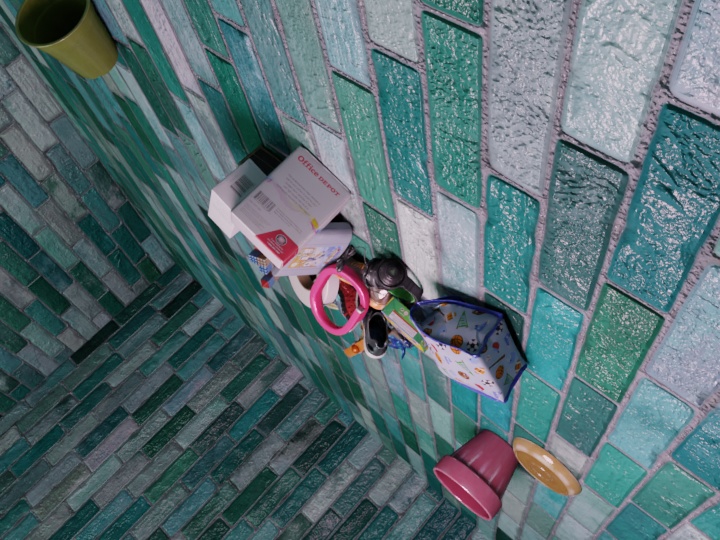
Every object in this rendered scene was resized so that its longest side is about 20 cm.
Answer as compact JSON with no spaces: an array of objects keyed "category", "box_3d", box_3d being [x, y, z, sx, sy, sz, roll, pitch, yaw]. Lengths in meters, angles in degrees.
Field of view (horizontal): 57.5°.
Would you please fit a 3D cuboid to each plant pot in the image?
[{"category":"plant pot","box_3d":[-0.711,-0.582,1.637,0.200,0.200,0.190,38,172,22]},{"category":"plant pot","box_3d":[0.461,0.500,1.650,0.200,0.027,0.200,40,161,17]},{"category":"plant pot","box_3d":[0.330,0.544,1.790,0.200,0.179,0.200,40,162,16]}]

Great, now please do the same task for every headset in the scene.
[{"category":"headset","box_3d":[0.041,0.018,1.401,0.200,0.094,0.123,39,165,-21]}]

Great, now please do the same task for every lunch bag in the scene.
[{"category":"lunch bag","box_3d":[0.201,0.143,1.280,0.200,0.124,0.170,14,146,45]}]

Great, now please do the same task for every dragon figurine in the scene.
[{"category":"dragon figurine","box_3d":[0.108,0.188,1.692,0.099,0.059,0.200,37,160,25]}]

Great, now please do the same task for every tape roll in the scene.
[{"category":"tape roll","box_3d":[-0.125,-0.004,1.662,0.203,0.037,0.203,27,125,48]}]

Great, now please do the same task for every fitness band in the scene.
[{"category":"fitness band","box_3d":[-0.054,0.070,1.545,0.144,0.037,0.200,47,138,12]}]

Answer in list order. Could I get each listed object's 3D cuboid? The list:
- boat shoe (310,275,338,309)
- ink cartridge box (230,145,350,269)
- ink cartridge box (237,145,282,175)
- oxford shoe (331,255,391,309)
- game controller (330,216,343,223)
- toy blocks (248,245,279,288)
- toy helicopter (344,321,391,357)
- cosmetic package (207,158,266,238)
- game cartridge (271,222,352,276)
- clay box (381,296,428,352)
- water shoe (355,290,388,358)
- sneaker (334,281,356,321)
[{"category":"boat shoe","box_3d":[-0.111,0.036,1.817,0.200,0.074,0.066,36,166,27]},{"category":"ink cartridge box","box_3d":[-0.140,-0.124,1.314,0.148,0.200,0.086,45,163,1]},{"category":"ink cartridge box","box_3d":[-0.181,-0.169,1.516,0.165,0.075,0.200,39,162,24]},{"category":"oxford shoe","box_3d":[0.000,0.000,1.532,0.200,0.071,0.073,40,138,15]},{"category":"game controller","box_3d":[-0.117,-0.068,1.494,0.104,0.042,0.200,10,148,-23]},{"category":"toy blocks","box_3d":[-0.238,-0.049,1.737,0.100,0.137,0.200,19,136,23]},{"category":"toy helicopter","box_3d":[0.014,0.163,1.723,0.079,0.132,0.200,37,160,18]},{"category":"cosmetic package","box_3d":[-0.266,-0.154,1.438,0.081,0.113,0.200,47,163,-1]},{"category":"game cartridge","box_3d":[-0.105,-0.044,1.474,0.200,0.133,0.042,-45,52,49]},{"category":"clay box","box_3d":[0.114,0.130,1.505,0.115,0.048,0.200,40,175,16]},{"category":"water shoe","box_3d":[0.038,0.107,1.555,0.079,0.071,0.200,115,150,-54]},{"category":"sneaker","box_3d":[-0.050,0.051,1.738,0.200,0.079,0.095,62,163,-20]}]
